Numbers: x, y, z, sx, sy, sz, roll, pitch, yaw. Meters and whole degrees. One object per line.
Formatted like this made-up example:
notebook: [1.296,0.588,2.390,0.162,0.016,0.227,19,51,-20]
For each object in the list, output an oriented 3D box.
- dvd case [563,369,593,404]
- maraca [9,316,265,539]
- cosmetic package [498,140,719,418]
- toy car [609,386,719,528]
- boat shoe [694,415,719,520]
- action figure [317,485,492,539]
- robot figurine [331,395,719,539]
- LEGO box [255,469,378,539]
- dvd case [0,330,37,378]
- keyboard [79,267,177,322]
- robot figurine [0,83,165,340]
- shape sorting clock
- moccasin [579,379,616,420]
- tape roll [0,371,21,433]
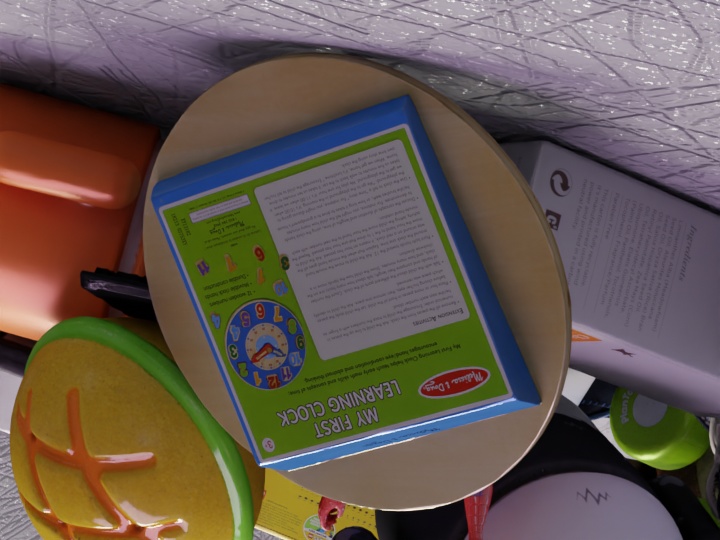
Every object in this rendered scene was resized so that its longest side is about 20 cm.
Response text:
dvd case: [0.050,0.049,1.426,0.142,0.018,0.200,-3,161,-8]
maraca: [-0.107,0.097,1.315,0.137,0.107,0.200,42,146,17]
cosmetic package: [0.118,0.008,1.264,0.199,0.072,0.101,20,169,-31]
toy car: [0.148,0.159,1.529,0.199,0.159,0.164,-28,146,29]
boat shoe: [0.190,0.080,1.353,0.092,0.075,0.200,-23,-146,-29]
action figure: [0.005,0.091,1.267,0.065,0.100,0.200,16,168,-24]
robot figurine: [0.078,0.129,1.334,0.125,0.150,0.200,46,-178,-26]
LEGO box: [0.022,0.117,1.669,0.199,0.078,0.149,22,-161,0]
dvd case: [-0.102,0.038,1.458,0.142,0.018,0.200,20,-164,2]
keyboard: [-0.019,0.017,1.266,0.199,0.040,0.104,12,171,12]
robot figurine: [-0.141,-0.022,1.360,0.199,0.144,0.117,15,-146,0]
shape sorting clock: [-0.003,0.006,1.170,0.199,0.201,0.039,10,-158,29]
moccasin: [0.090,0.066,1.647,0.199,0.069,0.080,17,171,-17]
tape roll: [-0.187,0.034,1.663,0.201,0.071,0.203,23,-168,-5]
